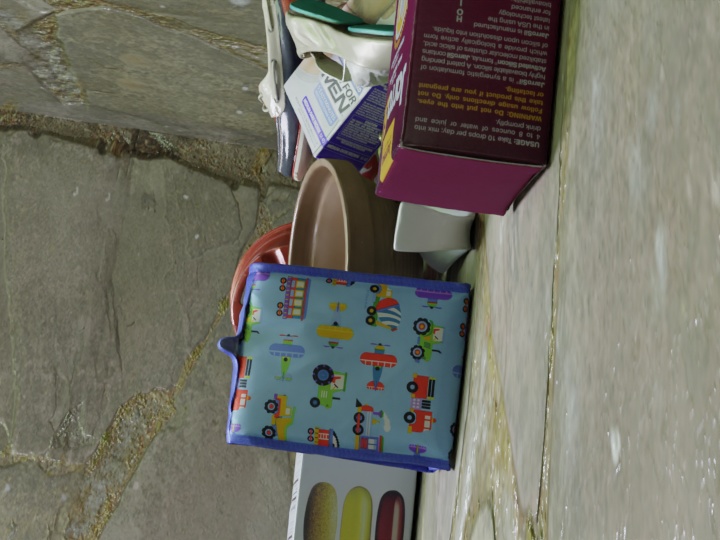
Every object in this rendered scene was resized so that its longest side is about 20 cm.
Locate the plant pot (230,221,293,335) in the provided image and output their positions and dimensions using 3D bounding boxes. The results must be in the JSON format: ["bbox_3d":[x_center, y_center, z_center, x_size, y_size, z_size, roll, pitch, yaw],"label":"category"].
[{"bbox_3d":[-0.069,0.041,1.827,0.195,0.198,0.203,-35,-47,-87],"label":"plant pot"}]

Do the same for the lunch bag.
[{"bbox_3d":[-0.020,0.077,1.264,0.094,0.198,0.152,125,153,-79],"label":"lunch bag"}]

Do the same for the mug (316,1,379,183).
[{"bbox_3d":[0.023,-0.153,1.604,0.178,0.132,0.202,55,-140,-69],"label":"mug"}]

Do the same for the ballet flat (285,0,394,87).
[{"bbox_3d":[-0.001,-0.199,1.387,0.199,0.069,0.070,28,113,52],"label":"ballet flat"}]

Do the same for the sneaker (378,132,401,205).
[{"bbox_3d":[0.056,-0.120,1.428,0.076,0.076,0.201,-88,7,-52],"label":"sneaker"}]

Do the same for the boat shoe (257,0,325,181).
[{"bbox_3d":[-0.074,-0.193,1.571,0.071,0.062,0.202,-61,-24,-73],"label":"boat shoe"}]

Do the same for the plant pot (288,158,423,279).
[{"bbox_3d":[0.000,0.000,1.421,0.201,0.092,0.203,-177,90,-73],"label":"plant pot"}]

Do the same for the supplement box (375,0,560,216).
[{"bbox_3d":[0.076,-0.155,1.070,0.131,0.102,0.202,122,155,-76],"label":"supplement box"}]

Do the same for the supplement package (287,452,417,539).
[{"bbox_3d":[-0.009,0.221,1.438,0.110,0.112,0.202,111,165,-75],"label":"supplement package"}]

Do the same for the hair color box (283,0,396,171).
[{"bbox_3d":[0.017,-0.204,1.456,0.200,0.064,0.110,-48,45,26],"label":"hair color box"}]

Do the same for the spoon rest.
[{"bbox_3d":[0.072,-0.041,1.321,0.200,0.060,0.100,-36,-44,-78],"label":"spoon rest"}]
